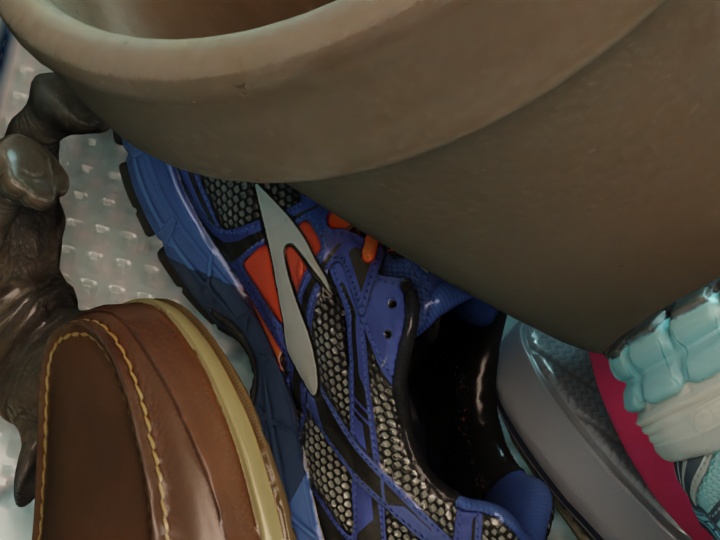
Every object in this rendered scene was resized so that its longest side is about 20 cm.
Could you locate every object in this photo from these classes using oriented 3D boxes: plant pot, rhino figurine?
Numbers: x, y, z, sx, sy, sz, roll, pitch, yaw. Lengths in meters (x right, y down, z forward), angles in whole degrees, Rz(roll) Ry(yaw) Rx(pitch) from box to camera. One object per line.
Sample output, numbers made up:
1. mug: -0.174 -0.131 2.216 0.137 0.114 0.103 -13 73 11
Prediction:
1. plant pot: 0.042 -0.073 0.659 0.175 0.200 0.200 45 70 -39
2. rhino figurine: -0.102 -0.014 0.748 0.200 0.087 0.060 51 38 3

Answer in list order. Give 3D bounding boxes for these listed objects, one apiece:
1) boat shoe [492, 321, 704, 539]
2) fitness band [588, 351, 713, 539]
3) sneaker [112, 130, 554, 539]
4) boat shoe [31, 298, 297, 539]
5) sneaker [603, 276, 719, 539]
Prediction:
1. boat shoe: 0.104 0.093 0.763 0.200 0.062 0.072 44 37 9
2. fitness band: 0.148 0.022 0.765 0.200 0.037 0.144 2 62 -34
3. sneaker: 0.000 0.000 0.749 0.075 0.078 0.200 -16 85 -52
4. boat shoe: -0.054 0.104 0.667 0.068 0.072 0.200 0 79 -34
5. sneaker: 0.121 0.042 0.643 0.078 0.200 0.086 -29 77 29
